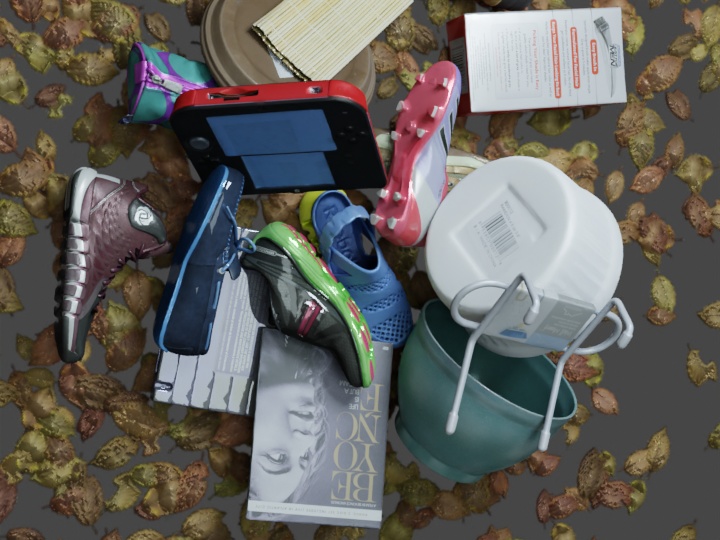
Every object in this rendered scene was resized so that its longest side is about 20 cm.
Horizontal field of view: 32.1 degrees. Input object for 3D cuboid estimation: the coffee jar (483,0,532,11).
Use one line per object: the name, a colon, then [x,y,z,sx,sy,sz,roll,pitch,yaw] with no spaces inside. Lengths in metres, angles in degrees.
coffee jar: [0.112,-0.366,1.383,0.198,0.085,0.105,19,63,-18]

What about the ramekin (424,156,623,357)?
ramekin: [0.163,-0.020,1.305,0.098,0.199,0.202,36,81,-46]

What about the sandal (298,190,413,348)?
sandal: [0.000,0.000,1.369,0.079,0.087,0.201,-34,104,-15]

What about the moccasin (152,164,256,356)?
moccasin: [-0.156,-0.009,1.298,0.068,0.080,0.202,18,101,-21]

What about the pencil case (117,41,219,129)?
pencil case: [-0.149,-0.174,1.309,0.198,0.092,0.086,11,89,-19]

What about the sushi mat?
sushi mat: [-0.026,-0.273,1.329,0.096,0.012,0.200,43,52,-2]

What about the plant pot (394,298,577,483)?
plant pot: [0.119,0.146,1.373,0.199,0.201,0.135,26,111,-17]

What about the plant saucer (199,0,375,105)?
plant saucer: [-0.071,-0.234,1.312,0.198,0.029,0.202,12,57,-20]

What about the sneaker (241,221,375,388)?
sneaker: [-0.053,0.044,1.329,0.083,0.077,0.201,-36,89,9]

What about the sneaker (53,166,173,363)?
sneaker: [-0.252,-0.002,1.293,0.114,0.076,0.203,6,90,-21]

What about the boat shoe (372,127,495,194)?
boat shoe: [0.088,-0.099,1.403,0.198,0.072,0.077,14,87,-7]

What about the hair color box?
hair color box: [0.203,-0.239,1.436,0.198,0.064,0.112,-5,94,-16]

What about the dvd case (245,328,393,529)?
dvd case: [-0.043,0.170,1.339,0.147,0.016,0.203,7,78,-14]

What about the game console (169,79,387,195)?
game console: [-0.080,-0.126,1.264,0.197,0.177,0.031,-2,59,10]

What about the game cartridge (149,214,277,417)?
game cartridge: [-0.146,0.051,1.351,0.128,0.038,0.202,12,89,-22]

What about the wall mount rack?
wall mount rack: [0.167,0.088,1.222,0.198,0.075,0.174,14,128,-26]

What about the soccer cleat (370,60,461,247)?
soccer cleat: [0.071,-0.123,1.343,0.076,0.066,0.202,18,89,-44]
